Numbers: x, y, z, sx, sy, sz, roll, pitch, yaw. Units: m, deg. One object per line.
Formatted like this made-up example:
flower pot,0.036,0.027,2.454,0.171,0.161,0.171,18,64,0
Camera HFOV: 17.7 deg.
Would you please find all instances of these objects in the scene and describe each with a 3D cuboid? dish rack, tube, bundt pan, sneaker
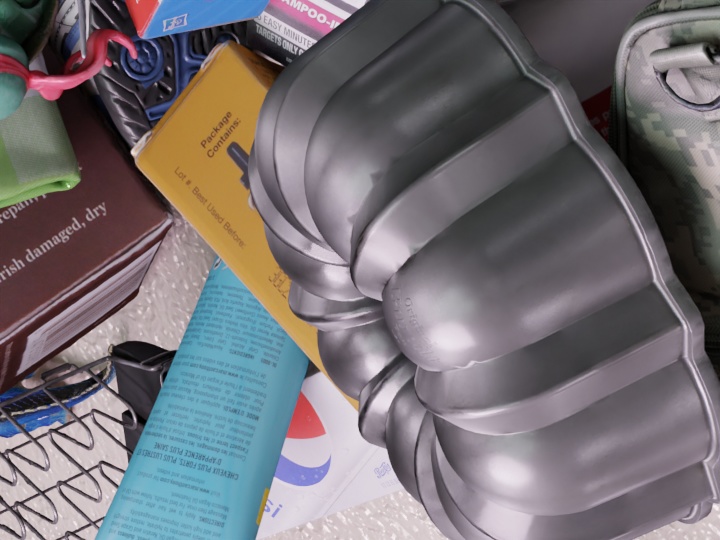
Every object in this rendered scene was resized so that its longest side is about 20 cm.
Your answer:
dish rack,-0.150,0.127,1.019,0.054,0.199,0.155,25,130,46
tube,-0.056,0.053,0.985,0.077,0.201,0.050,9,159,31
bundt pan,0.029,0.009,0.731,0.203,0.075,0.202,57,167,20
sneaker,-0.109,-0.126,1.020,0.077,0.075,0.201,-5,111,64

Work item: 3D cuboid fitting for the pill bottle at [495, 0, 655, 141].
pill bottle,0.087,-0.047,0.821,0.112,0.112,0.201,-7,122,45

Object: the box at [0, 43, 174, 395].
box,-0.212,-0.038,1.053,0.201,0.164,0.166,53,164,4

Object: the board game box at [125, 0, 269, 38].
board game box,-0.064,-0.220,0.844,0.197,0.055,0.200,68,153,15

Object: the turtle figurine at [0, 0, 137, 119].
turtle figurine,-0.162,-0.127,0.892,0.101,0.149,0.201,69,-178,-57

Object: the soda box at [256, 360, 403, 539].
soda box,-0.007,0.067,1.039,0.199,0.068,0.064,-25,97,49

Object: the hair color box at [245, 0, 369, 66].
hair color box,0.017,-0.161,0.876,0.100,0.060,0.201,29,132,26

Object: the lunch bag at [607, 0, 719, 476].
lunch bag,0.170,-0.050,0.703,0.139,0.200,0.169,3,124,44

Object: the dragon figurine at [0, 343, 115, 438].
dragon figurine,-0.208,0.077,1.209,0.199,0.099,0.059,1,117,43

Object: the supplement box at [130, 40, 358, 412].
supplement box,0.000,0.000,0.917,0.067,0.069,0.200,-48,70,15

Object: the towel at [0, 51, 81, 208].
towel,-0.215,-0.108,0.964,0.031,0.148,0.201,121,128,-74
